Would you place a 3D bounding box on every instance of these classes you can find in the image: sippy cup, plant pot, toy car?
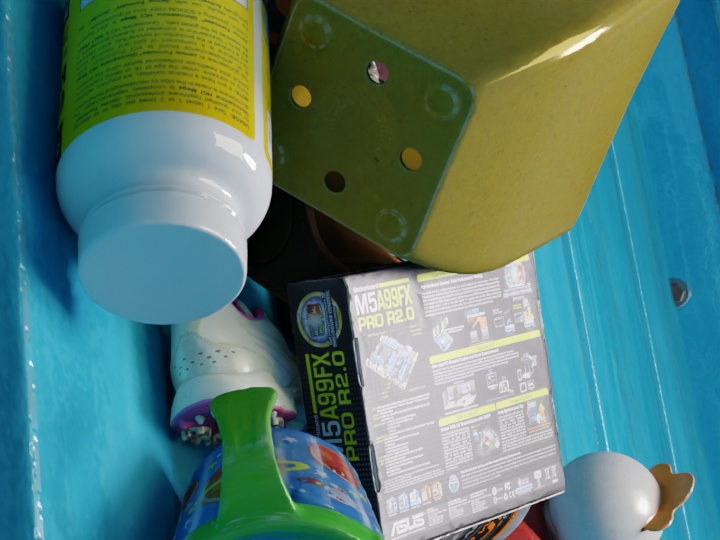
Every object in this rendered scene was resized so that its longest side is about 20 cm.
[{"bbox_3d":[-0.043,0.153,1.116,0.140,0.178,0.130,23,22,-14],"label":"sippy cup"},{"bbox_3d":[0.038,-0.110,1.234,0.200,0.194,0.196,-39,156,-55],"label":"plant pot"},{"bbox_3d":[0.170,0.186,1.696,0.177,0.200,0.184,-78,150,-60],"label":"toy car"}]

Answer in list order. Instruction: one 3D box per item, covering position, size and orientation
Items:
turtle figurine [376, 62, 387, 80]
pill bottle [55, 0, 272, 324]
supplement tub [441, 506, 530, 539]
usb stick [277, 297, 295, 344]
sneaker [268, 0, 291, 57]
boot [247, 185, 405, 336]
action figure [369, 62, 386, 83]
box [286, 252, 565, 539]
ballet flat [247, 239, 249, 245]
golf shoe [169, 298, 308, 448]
[{"bbox_3d":[0.041,-0.158,1.561,0.194,0.144,0.200,-62,177,0],"label":"turtle figurine"},{"bbox_3d":[-0.103,-0.076,1.125,0.112,0.112,0.200,58,22,-48],"label":"pill bottle"},{"bbox_3d":[0.042,0.132,1.436,0.200,0.122,0.123,19,58,-72],"label":"supplement tub"},{"bbox_3d":[-0.010,0.057,1.494,0.200,0.033,0.055,50,36,-59],"label":"usb stick"},{"bbox_3d":[-0.063,-0.220,1.409,0.078,0.112,0.200,1,74,-75],"label":"sneaker"},{"bbox_3d":[0.000,0.000,1.368,0.155,0.074,0.200,15,43,-47],"label":"boot"},{"bbox_3d":[0.026,-0.132,1.440,0.102,0.119,0.200,15,73,-31],"label":"action figure"},{"bbox_3d":[0.044,0.072,1.262,0.200,0.044,0.160,-11,93,-53],"label":"box"},{"bbox_3d":[-0.103,-0.090,1.267,0.067,0.046,0.200,-71,144,-63],"label":"ballet flat"},{"bbox_3d":[-0.055,0.061,1.250,0.200,0.075,0.092,35,39,-69],"label":"golf shoe"}]
